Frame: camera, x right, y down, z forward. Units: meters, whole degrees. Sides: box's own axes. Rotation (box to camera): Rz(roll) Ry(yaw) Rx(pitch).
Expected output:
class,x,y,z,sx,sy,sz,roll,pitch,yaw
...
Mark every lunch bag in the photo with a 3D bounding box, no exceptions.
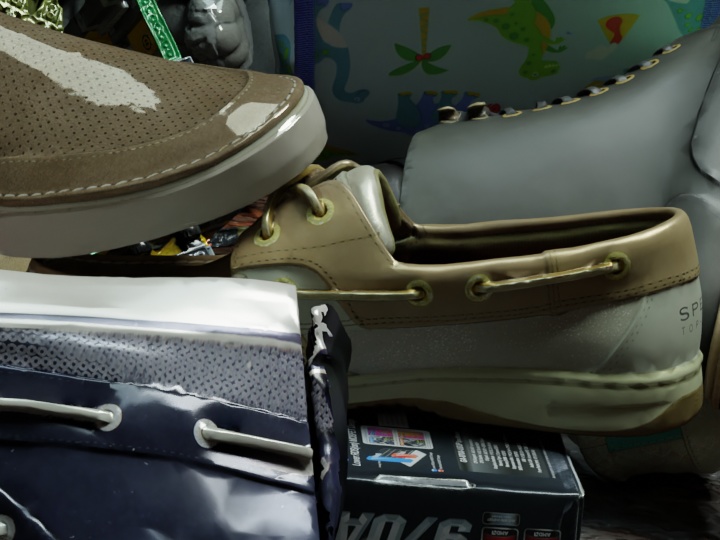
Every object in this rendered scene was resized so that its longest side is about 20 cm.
class,x,y,z,sx,sy,sz,roll,pitch,yaw
lunch bag,0.050,-0.114,1.111,0.169,0.128,0.200,-5,-21,-4

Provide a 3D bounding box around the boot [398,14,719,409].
class,x,y,z,sx,sy,sz,roll,pitch,yaw
boot,0.083,-0.055,0.928,0.137,0.078,0.201,10,51,7

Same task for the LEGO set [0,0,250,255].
class,x,y,z,sx,sy,sz,roll,pitch,yaw
LEGO set,-0.133,-0.054,1.066,0.153,0.201,0.116,-29,-6,-34

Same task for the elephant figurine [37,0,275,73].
class,x,y,z,sx,sy,sz,roll,pitch,yaw
elephant figurine,-0.140,-0.095,1.342,0.198,0.143,0.155,-8,-20,13

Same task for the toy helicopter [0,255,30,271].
class,x,y,z,sx,sy,sz,roll,pitch,yaw
toy helicopter,-0.201,0.002,0.933,0.198,0.079,0.133,-8,28,9

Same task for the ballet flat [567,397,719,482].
class,x,y,z,sx,sy,sz,roll,pitch,yaw
ballet flat,0.092,0.025,1.003,0.062,0.068,0.200,-17,9,5

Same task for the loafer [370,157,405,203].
class,x,y,z,sx,sy,sz,roll,pitch,yaw
loafer,0.000,0.000,1.054,0.072,0.073,0.200,-8,7,-16

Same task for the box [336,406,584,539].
class,x,y,z,sx,sy,sz,roll,pitch,yaw
box,-0.024,0.052,0.855,0.158,0.046,0.200,5,12,-4

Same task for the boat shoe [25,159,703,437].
class,x,y,z,sx,sy,sz,roll,pitch,yaw
boat shoe,0.000,0.003,0.820,0.198,0.067,0.074,4,14,0

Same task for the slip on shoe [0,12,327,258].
class,x,y,z,sx,sy,sz,roll,pitch,yaw
slip on shoe,-0.108,-0.048,0.831,0.199,0.061,0.076,1,29,26

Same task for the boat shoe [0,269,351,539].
class,x,y,z,sx,sy,sz,roll,pitch,yaw
boat shoe,-0.097,0.053,0.704,0.198,0.075,0.093,-2,56,-7
